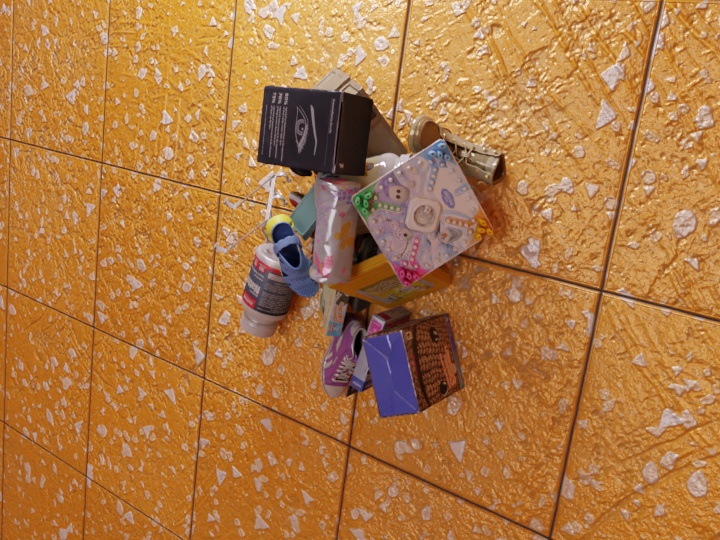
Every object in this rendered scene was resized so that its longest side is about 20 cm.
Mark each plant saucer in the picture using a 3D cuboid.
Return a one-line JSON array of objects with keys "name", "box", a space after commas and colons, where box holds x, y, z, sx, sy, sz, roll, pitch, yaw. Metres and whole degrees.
[{"name": "plant saucer", "box": [-0.087, -0.161, 1.545, 0.070, 0.019, 0.201, 46, 108, 18]}]

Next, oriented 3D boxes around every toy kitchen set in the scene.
[{"name": "toy kitchen set", "box": [-0.041, -0.293, 1.505, 0.163, 0.181, 0.200, -40, 32, 3]}]

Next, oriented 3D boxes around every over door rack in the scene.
[{"name": "over door rack", "box": [-0.246, -0.130, 1.663, 0.198, 0.066, 0.150, -20, 49, 32]}]

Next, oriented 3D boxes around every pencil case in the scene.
[{"name": "pencil case", "box": [-0.049, -0.075, 1.330, 0.090, 0.082, 0.204, 30, 118, 53]}]

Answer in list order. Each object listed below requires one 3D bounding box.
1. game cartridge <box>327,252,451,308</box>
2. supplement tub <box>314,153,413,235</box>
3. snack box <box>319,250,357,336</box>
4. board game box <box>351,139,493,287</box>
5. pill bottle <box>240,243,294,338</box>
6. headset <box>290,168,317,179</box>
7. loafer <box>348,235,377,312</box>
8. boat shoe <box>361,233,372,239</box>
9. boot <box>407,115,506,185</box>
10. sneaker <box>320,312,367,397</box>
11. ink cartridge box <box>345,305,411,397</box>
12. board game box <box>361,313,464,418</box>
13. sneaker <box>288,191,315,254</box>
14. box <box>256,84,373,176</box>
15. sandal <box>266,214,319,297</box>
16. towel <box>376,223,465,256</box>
[{"name": "game cartridge", "box": [0.060, 0.021, 1.433, 0.175, 0.199, 0.033, -23, 63, 34]}, {"name": "supplement tub", "box": [0.021, -0.150, 1.411, 0.197, 0.145, 0.148, -10, 91, 19]}, {"name": "snack box", "box": [-0.050, 0.028, 1.533, 0.117, 0.036, 0.203, -108, 26, -55]}, {"name": "board game box", "box": [0.115, -0.099, 1.283, 0.198, 0.026, 0.201, -32, 107, 5]}, {"name": "pill bottle", "box": [-0.216, 0.051, 1.674, 0.119, 0.119, 0.203, 31, 112, 27]}, {"name": "headset", "box": [-0.121, -0.264, 1.555, 0.124, 0.093, 0.201, -49, 42, 19]}, {"name": "loafer", "box": [0.000, 0.000, 1.527, 0.070, 0.074, 0.202, 44, 134, 30]}, {"name": "boat shoe", "box": [0.015, -0.156, 1.523, 0.074, 0.062, 0.204, -11, 89, 37]}, {"name": "boot", "box": [0.183, -0.220, 1.317, 0.154, 0.199, 0.074, 25, 91, 28]}, {"name": "sneaker", "box": [-0.032, 0.206, 1.569, 0.114, 0.072, 0.204, 39, 121, 59]}, {"name": "ink cartridge box", "box": [0.038, 0.180, 1.513, 0.042, 0.119, 0.203, 29, 111, 25]}, {"name": "board game box", "box": [0.109, 0.186, 1.416, 0.096, 0.199, 0.162, -14, 89, 34]}, {"name": "sneaker", "box": [-0.102, -0.092, 1.607, 0.199, 0.071, 0.114, 35, 111, 24]}, {"name": "box", "box": [-0.088, -0.264, 1.340, 0.198, 0.104, 0.151, 15, 102, 33]}, {"name": "sandal", "box": [-0.146, -0.019, 1.545, 0.079, 0.087, 0.202, -28, 119, -2]}, {"name": "towel", "box": [0.120, -0.089, 1.403, 0.198, 0.148, 0.024, -21, 124, 24]}]
